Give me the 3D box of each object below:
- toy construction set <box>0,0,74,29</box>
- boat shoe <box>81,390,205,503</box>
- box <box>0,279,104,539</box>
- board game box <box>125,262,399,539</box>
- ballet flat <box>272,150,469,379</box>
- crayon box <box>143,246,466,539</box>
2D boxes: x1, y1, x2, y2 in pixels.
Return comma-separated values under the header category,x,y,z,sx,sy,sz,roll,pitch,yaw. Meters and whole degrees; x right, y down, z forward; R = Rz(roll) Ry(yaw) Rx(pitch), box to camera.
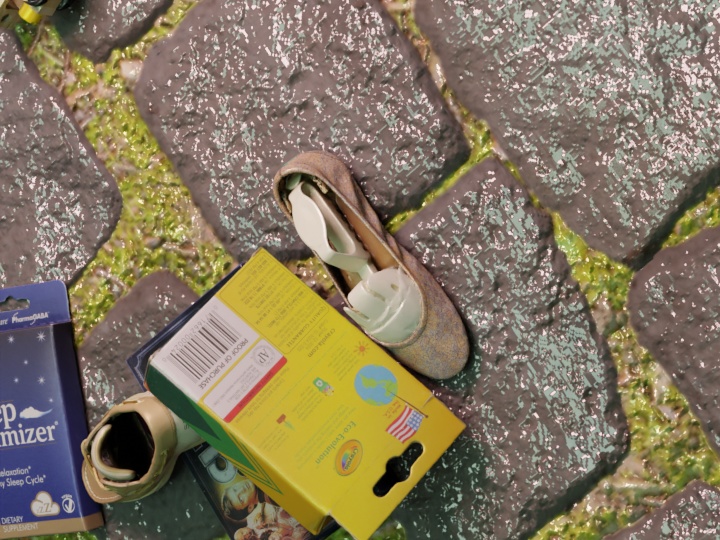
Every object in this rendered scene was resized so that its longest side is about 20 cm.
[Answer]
category,x,y,z,sx,sy,sz,roll,pitch,yaw
toy construction set,-0.266,-0.269,1.692,0.131,0.092,0.201,43,124,19
boat shoe,-0.175,0.131,1.652,0.074,0.066,0.200,59,144,10
box,-0.277,0.114,1.763,0.121,0.032,0.201,-9,89,30
board game box,-0.076,0.113,1.649,0.135,0.035,0.201,-39,76,26
ballet flat,0.000,0.000,1.577,0.068,0.067,0.200,-45,74,23
crayon box,-0.040,0.096,1.563,0.200,0.127,0.051,41,154,8
